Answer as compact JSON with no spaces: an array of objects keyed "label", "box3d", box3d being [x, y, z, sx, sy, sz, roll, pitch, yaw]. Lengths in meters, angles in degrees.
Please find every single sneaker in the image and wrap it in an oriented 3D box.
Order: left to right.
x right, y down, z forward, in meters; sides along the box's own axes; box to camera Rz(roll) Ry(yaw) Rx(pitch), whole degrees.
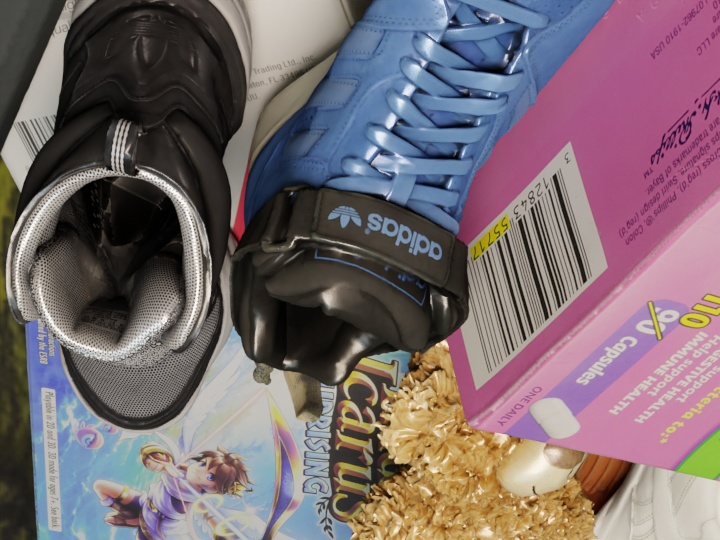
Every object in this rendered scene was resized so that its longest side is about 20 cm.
[{"label":"sneaker","box3d":[-0.080,0.003,0.716,0.075,0.114,0.201,9,131,0]},{"label":"sneaker","box3d":[0.021,-0.038,0.640,0.076,0.112,0.200,23,141,-22]},{"label":"sneaker","box3d":[0.142,0.112,0.884,0.074,0.100,0.201,-12,132,-17]}]

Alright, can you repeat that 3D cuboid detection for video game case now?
[{"label":"video game case","box3d":[-0.045,0.084,0.906,0.179,0.046,0.201,6,129,3]}]

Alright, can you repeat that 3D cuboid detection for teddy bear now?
[{"label":"teddy bear","box3d":[0.053,0.091,0.822,0.144,0.067,0.201,-6,137,-28]}]

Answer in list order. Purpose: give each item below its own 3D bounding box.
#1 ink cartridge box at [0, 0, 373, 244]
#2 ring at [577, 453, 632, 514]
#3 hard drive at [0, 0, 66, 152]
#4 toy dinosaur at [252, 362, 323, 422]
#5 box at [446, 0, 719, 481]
[{"label":"ink cartridge box","box3d":[-0.072,-0.109,0.752,0.144,0.084,0.201,-10,127,17]},{"label":"ring","box3d":[0.034,0.065,0.919,0.198,0.019,0.202,4,130,5]},{"label":"hard drive","box3d":[-0.163,-0.106,0.695,0.139,0.033,0.200,32,138,-3]},{"label":"toy dinosaur","box3d":[0.000,0.000,0.780,0.088,0.200,0.048,-15,110,40]},{"label":"box","box3d":[0.151,-0.016,0.701,0.199,0.097,0.176,14,137,-33]}]
